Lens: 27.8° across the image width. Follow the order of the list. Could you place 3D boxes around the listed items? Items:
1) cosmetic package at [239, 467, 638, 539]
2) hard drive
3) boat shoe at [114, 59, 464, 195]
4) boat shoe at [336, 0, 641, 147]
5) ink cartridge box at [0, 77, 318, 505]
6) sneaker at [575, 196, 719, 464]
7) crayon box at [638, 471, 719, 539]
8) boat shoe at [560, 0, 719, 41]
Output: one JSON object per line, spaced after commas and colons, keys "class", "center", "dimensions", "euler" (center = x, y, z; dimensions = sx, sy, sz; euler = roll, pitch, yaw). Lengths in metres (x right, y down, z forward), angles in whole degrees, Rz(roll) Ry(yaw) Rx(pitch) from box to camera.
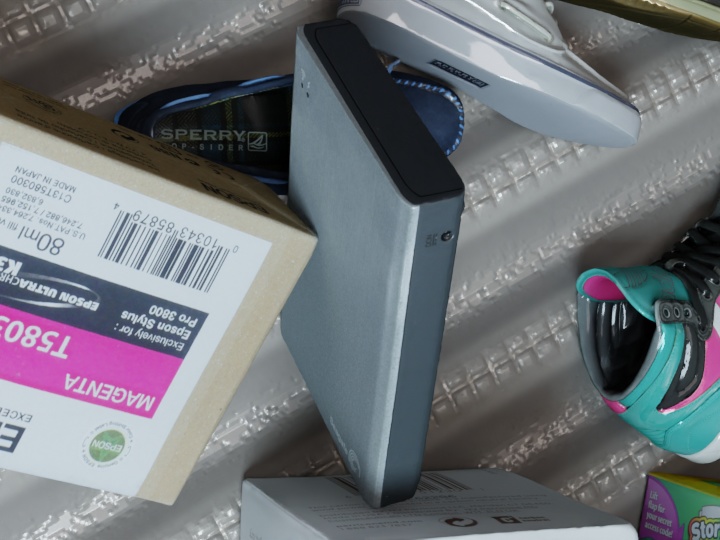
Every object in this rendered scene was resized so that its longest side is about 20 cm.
{"class": "cosmetic package", "center": [0.034, 0.219, 0.769], "dimensions": [0.166, 0.166, 0.201], "euler": [-1, 93, -21]}
{"class": "hard drive", "center": [0.000, 0.000, 0.712], "dimensions": [0.033, 0.140, 0.201], "euler": [-13, 135, -19]}
{"class": "boat shoe", "center": [-0.030, -0.068, 0.784], "dimensions": [0.199, 0.069, 0.085], "euler": [-12, 97, -20]}
{"class": "boat shoe", "center": [0.082, -0.132, 0.828], "dimensions": [0.199, 0.072, 0.066], "euler": [22, 80, -17]}
{"class": "ink cartridge box", "center": [-0.144, 0.011, 0.690], "dimensions": [0.199, 0.075, 0.165], "euler": [19, 105, -38]}
{"class": "sneaker", "center": [0.192, 0.006, 0.869], "dimensions": [0.120, 0.083, 0.201], "euler": [20, 86, -30]}
{"class": "crayon box", "center": [0.288, 0.169, 0.846], "dimensions": [0.172, 0.200, 0.059], "euler": [8, 90, -21]}
{"class": "boat shoe", "center": [0.169, -0.181, 0.854], "dimensions": [0.199, 0.073, 0.065], "euler": [13, 93, -21]}
